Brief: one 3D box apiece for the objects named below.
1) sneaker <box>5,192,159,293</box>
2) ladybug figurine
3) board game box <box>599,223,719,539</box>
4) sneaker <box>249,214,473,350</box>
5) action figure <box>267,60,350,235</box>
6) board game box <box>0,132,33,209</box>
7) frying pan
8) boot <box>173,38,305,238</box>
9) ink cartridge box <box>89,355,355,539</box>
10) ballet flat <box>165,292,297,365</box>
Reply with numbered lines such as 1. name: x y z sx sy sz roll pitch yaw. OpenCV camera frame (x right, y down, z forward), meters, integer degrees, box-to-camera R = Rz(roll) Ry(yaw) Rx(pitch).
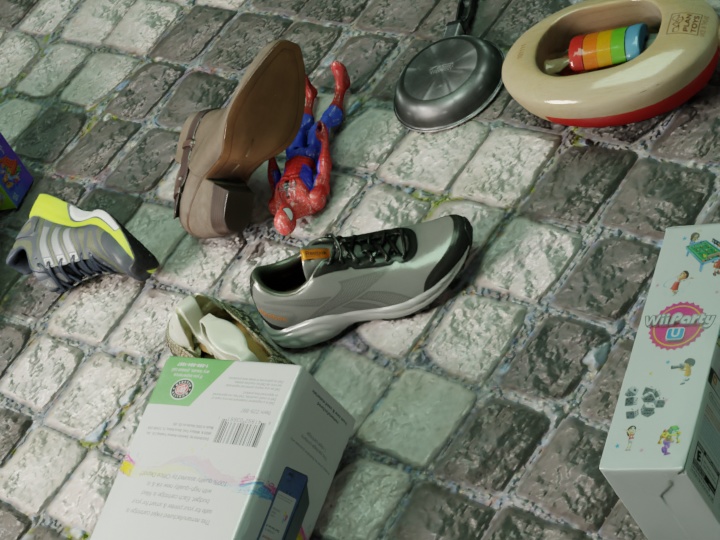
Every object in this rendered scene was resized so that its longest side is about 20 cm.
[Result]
1. sneaker: -0.262 -0.012 1.761 0.199 0.074 0.081 15 66 51
2. ladybug figurine: 0.218 -0.173 1.576 0.199 0.072 0.136 -5 48 32
3. board game box: 0.236 0.091 1.243 0.064 0.148 0.201 -5 47 34
4. sneaker: 0.000 0.000 1.551 0.199 0.080 0.074 -22 39 13
5. action figure: -0.053 -0.110 1.725 0.065 0.052 0.201 -9 48 22
6. board game box: -0.456 -0.118 1.939 0.199 0.135 0.045 -5 43 31
7. frying pan: 0.097 -0.204 1.730 0.114 0.031 0.191 12 61 40
8. boot: -0.121 -0.124 1.708 0.146 0.070 0.201 33 104 61
9. ink cartridge box: -0.112 0.175 1.430 0.145 0.088 0.201 2 58 37
10. ballet flat: -0.117 0.058 1.575 0.068 0.075 0.200 -47 41 -10
